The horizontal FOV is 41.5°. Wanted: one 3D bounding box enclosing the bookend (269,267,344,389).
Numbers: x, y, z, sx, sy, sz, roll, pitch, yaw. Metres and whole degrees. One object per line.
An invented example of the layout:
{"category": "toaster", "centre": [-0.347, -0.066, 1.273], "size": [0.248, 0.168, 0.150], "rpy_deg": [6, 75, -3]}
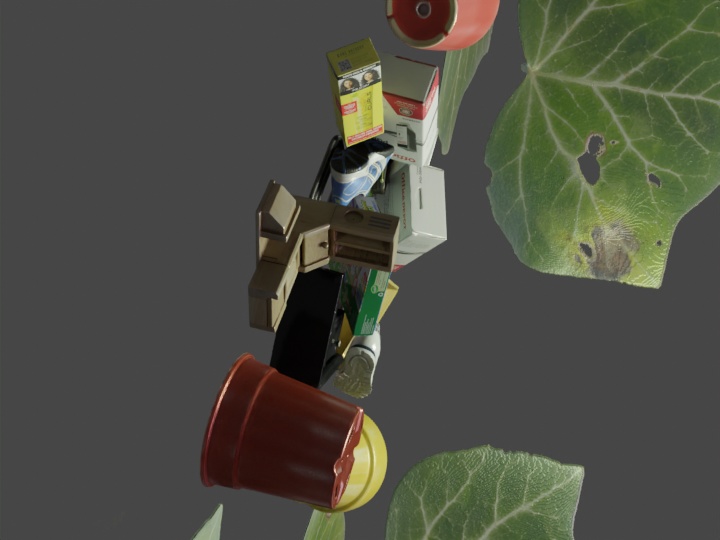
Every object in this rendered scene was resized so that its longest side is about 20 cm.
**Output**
{"category": "bookend", "centre": [-0.072, 0.077, 1.622], "size": [0.200, 0.091, 0.202], "rpy_deg": [-37, 141, -76]}

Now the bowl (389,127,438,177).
{"category": "bowl", "centre": [0.107, -0.221, 2.070], "size": [0.200, 0.073, 0.203], "rpy_deg": [-54, 159, -80]}

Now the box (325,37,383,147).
{"category": "box", "centre": [-0.006, -0.275, 1.490], "size": [0.201, 0.074, 0.051], "rpy_deg": [85, -17, -67]}

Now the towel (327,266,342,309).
{"category": "towel", "centre": [-0.069, 0.096, 1.843], "size": [0.191, 0.032, 0.203], "rpy_deg": [-57, 159, -61]}

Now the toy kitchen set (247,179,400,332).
{"category": "toy kitchen set", "centre": [-0.050, -0.031, 1.326], "size": [0.165, 0.177, 0.202], "rpy_deg": [94, 11, -45]}

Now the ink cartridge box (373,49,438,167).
{"category": "ink cartridge box", "centre": [0.056, -0.279, 1.650], "size": [0.201, 0.144, 0.084], "rpy_deg": [82, 27, -65]}

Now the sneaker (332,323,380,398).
{"category": "sneaker", "centre": [0.001, 0.173, 1.801], "size": [0.201, 0.075, 0.081], "rpy_deg": [115, -6, -55]}

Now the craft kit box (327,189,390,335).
{"category": "craft kit box", "centre": [-0.001, -0.026, 1.670], "size": [0.199, 0.048, 0.202], "rpy_deg": [-108, -156, -45]}

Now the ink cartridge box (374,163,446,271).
{"category": "ink cartridge box", "centre": [0.081, -0.100, 1.846], "size": [0.199, 0.082, 0.150], "rpy_deg": [-32, -126, 57]}

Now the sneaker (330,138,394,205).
{"category": "sneaker", "centre": [-0.003, -0.173, 1.603], "size": [0.200, 0.075, 0.078], "rpy_deg": [-40, 146, -55]}

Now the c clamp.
{"category": "c clamp", "centre": [-0.059, -0.120, 1.606], "size": [0.171, 0.027, 0.203], "rpy_deg": [65, 40, -65]}

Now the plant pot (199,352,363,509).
{"category": "plant pot", "centre": [-0.106, 0.246, 1.384], "size": [0.201, 0.192, 0.204], "rpy_deg": [16, 90, -80]}

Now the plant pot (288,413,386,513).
{"category": "plant pot", "centre": [-0.074, 0.365, 1.815], "size": [0.188, 0.198, 0.204], "rpy_deg": [14, 91, -64]}

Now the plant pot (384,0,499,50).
{"category": "plant pot", "centre": [0.141, -0.492, 1.740], "size": [0.177, 0.197, 0.204], "rpy_deg": [-42, 147, -57]}

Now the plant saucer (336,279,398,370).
{"category": "plant saucer", "centre": [-0.004, 0.099, 1.874], "size": [0.202, 0.048, 0.200], "rpy_deg": [-58, 171, -1]}

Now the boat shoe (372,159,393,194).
{"category": "boat shoe", "centre": [0.047, -0.228, 1.816], "size": [0.072, 0.060, 0.204], "rpy_deg": [88, 19, -59]}
